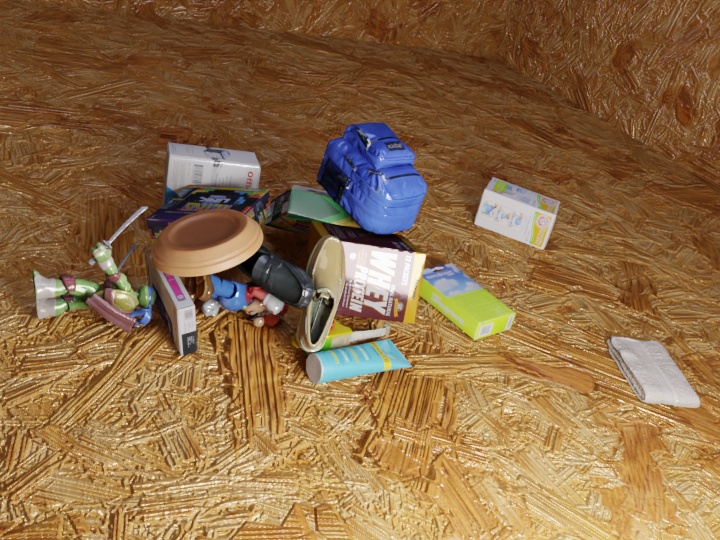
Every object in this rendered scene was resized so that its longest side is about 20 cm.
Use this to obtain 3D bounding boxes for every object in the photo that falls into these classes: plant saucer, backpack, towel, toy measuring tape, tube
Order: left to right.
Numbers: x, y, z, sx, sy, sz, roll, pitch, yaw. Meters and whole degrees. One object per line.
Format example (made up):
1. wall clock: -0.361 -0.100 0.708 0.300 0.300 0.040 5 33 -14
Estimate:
1. plant saucer: -0.267 -0.056 1.306 0.194 0.038 0.202 -6 31 3
2. toy measuring tape: -0.040 0.105 1.359 0.196 0.075 0.074 -9 36 -32
3. tube: -0.003 0.158 1.321 0.197 0.051 0.078 -5 45 -40
4. backpack: 0.030 -0.177 1.472 0.160 0.170 0.201 -15 54 -35
5. towel: 0.591 0.202 1.531 0.129 0.035 0.201 7 30 -12

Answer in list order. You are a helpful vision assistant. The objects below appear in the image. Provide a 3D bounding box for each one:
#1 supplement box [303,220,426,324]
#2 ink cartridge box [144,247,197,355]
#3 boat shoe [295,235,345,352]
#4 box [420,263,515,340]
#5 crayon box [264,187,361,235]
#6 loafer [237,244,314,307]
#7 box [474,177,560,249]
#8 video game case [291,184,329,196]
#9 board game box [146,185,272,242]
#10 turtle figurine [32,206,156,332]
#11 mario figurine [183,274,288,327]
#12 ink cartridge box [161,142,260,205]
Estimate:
1. supplement box: 0.000 0.000 1.444 0.195 0.136 0.197 8 11 -12
2. ink cartridge box: -0.328 0.047 1.297 0.036 0.097 0.200 -15 39 -27
3. boat shoe: -0.060 0.036 1.272 0.070 0.205 0.076 10 -12 -11
4. box: 0.214 0.062 1.581 0.120 0.049 0.199 -10 37 -39
5. crayon box: -0.097 -0.114 1.605 0.169 0.060 0.199 14 -8 -19
6. loafer: -0.154 0.007 1.284 0.070 0.070 0.199 11 16 -47
7. box: 0.416 -0.152 1.994 0.196 0.103 0.113 22 30 13
8. video game case: -0.034 -0.139 1.702 0.179 0.024 0.199 15 -5 34
9. board game box: -0.300 -0.110 1.511 0.195 0.058 0.166 5 30 19
10. turtle figurine: -0.448 0.005 1.269 0.189 0.206 0.143 -6 4 -25
11. mario figurine: -0.211 0.062 1.332 0.197 0.108 0.123 13 20 -40
12. ink cartridge box: -0.330 -0.187 1.655 0.195 0.150 0.086 3 28 -21
